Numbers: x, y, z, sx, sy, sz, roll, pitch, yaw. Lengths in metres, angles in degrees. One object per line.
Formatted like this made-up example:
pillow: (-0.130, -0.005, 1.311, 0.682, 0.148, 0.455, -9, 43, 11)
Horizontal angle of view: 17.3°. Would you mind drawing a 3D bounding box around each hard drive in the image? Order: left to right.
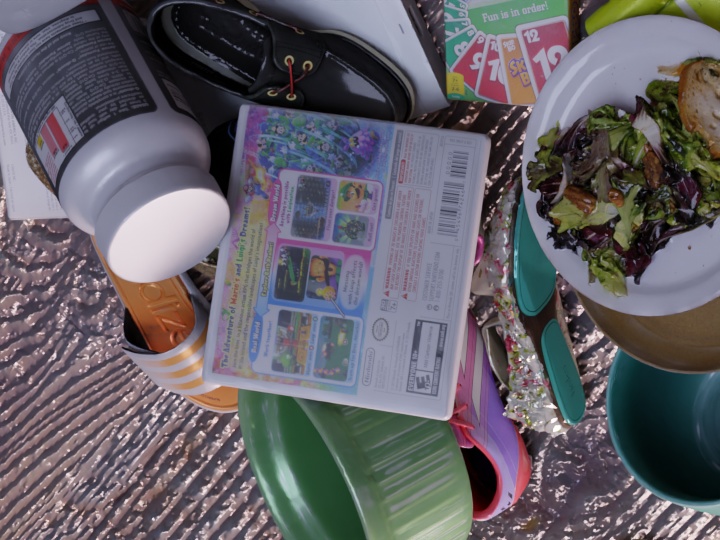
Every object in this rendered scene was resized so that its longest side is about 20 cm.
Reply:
hard drive: (-0.045, -0.153, 1.729, 0.199, 0.026, 0.132, -17, 109, 26)

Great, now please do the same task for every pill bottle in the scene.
pill bottle: (-0.176, -0.096, 1.688, 0.116, 0.115, 0.201, -54, 51, 32)

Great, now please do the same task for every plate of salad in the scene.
plate of salad: (0.188, -0.070, 1.569, 0.199, 0.048, 0.202, 1, 92, 34)

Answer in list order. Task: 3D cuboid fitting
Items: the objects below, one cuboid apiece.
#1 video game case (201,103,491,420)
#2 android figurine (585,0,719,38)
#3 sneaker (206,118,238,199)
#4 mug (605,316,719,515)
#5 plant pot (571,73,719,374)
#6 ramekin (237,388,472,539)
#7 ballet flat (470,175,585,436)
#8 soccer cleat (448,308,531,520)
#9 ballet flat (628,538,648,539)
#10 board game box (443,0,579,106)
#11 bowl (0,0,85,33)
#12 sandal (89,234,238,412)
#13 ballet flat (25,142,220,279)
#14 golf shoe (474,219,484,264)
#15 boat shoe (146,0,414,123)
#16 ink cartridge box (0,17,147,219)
video game case: (-0.011, -0.008, 1.660, 0.181, 0.024, 0.202, 8, 89, 12)
android figurine: (0.241, -0.128, 1.612, 0.182, 0.041, 0.200, 50, 124, -2)
sneaker: (-0.044, -0.031, 1.749, 0.078, 0.070, 0.200, -23, 120, 32)
mug: (0.263, 0.079, 1.643, 0.151, 0.114, 0.186, 2, 79, 33)
plant pot: (0.227, -0.032, 1.587, 0.199, 0.027, 0.202, 1, 91, 34)
ramekin: (-0.001, 0.145, 1.762, 0.200, 0.097, 0.201, 49, 153, 36)
ballet flat: (0.114, 0.029, 1.722, 0.064, 0.076, 0.201, -1, 110, 33)
soccer cleat: (0.067, 0.091, 1.767, 0.066, 0.076, 0.201, -20, 103, 30)
ballet flat: (0.156, 0.275, 1.813, 0.072, 0.072, 0.200, 46, 123, 0)
board game box: (0.104, -0.214, 1.646, 0.095, 0.030, 0.201, 7, 112, 22)
bowl: (-0.218, -0.287, 1.666, 0.199, 0.074, 0.201, -26, 57, 31)
sandal: (-0.158, 0.042, 1.841, 0.079, 0.059, 0.207, -19, 116, 28)
ballet flat: (-0.158, -0.058, 1.777, 0.199, 0.065, 0.071, 26, 78, -8)
golf shoe: (0.000, 0.000, 1.695, 0.199, 0.092, 0.075, -34, 133, -4)
boat shoe: (-0.059, -0.145, 1.687, 0.200, 0.063, 0.074, 26, 119, 4)
ink cartridge box: (-0.184, -0.122, 1.819, 0.198, 0.050, 0.162, -2, 112, 6)
